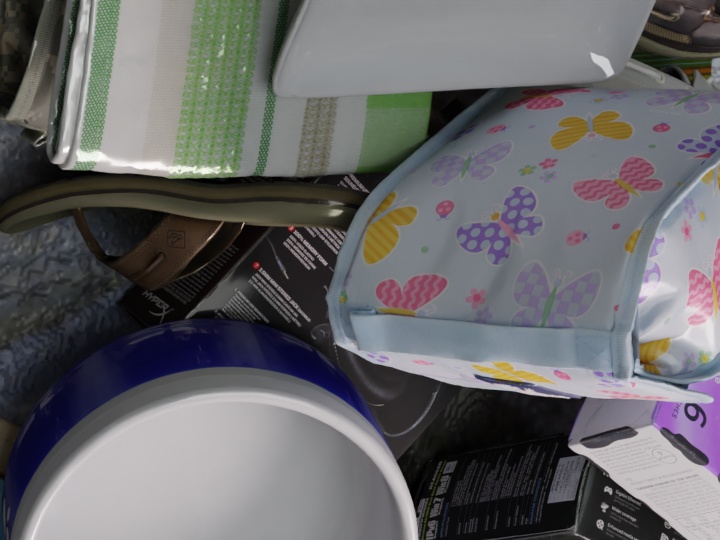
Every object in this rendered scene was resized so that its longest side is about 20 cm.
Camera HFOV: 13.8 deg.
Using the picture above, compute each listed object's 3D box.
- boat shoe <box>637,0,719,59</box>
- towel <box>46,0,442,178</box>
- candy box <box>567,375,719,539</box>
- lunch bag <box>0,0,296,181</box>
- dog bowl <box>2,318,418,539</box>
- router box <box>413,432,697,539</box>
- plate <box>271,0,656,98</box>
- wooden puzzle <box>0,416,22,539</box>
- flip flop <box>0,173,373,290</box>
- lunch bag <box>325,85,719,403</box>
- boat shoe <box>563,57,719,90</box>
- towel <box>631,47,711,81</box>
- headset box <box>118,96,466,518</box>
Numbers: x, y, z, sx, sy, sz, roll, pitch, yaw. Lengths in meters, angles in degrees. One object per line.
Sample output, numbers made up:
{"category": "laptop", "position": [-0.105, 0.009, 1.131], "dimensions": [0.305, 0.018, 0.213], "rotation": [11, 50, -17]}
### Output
{"category": "boat shoe", "position": [0.157, -0.157, 1.552], "dimensions": [0.199, 0.073, 0.075], "rotation": [3, 75, -24]}
{"category": "towel", "position": [-0.048, -0.117, 1.386], "dimensions": [0.199, 0.031, 0.150], "rotation": [0, 108, -33]}
{"category": "candy box", "position": [0.223, 0.071, 1.543], "dimensions": [0.200, 0.071, 0.168], "rotation": [38, 58, -23]}
{"category": "lunch bag", "position": [-0.088, -0.149, 1.433], "dimensions": [0.163, 0.117, 0.201], "rotation": [11, 95, -29]}
{"category": "dog bowl", "position": [-0.076, 0.127, 1.469], "dimensions": [0.199, 0.079, 0.201], "rotation": [-6, 118, -11]}
{"category": "router box", "position": [0.146, 0.158, 1.604], "dimensions": [0.199, 0.150, 0.062], "rotation": [29, 65, -29]}
{"category": "plate", "position": [0.066, -0.167, 1.365], "dimensions": [0.199, 0.032, 0.200], "rotation": [-5, 135, -29]}
{"category": "wooden puzzle", "position": [-0.171, 0.187, 1.532], "dimensions": [0.199, 0.037, 0.186], "rotation": [30, 91, -28]}
{"category": "flip flop", "position": [-0.084, -0.018, 1.447], "dimensions": [0.199, 0.081, 0.058], "rotation": [3, 93, 10]}
{"category": "lunch bag", "position": [0.099, -0.003, 1.406], "dimensions": [0.200, 0.169, 0.128], "rotation": [-39, 124, -50]}
{"category": "boat shoe", "position": [0.167, -0.076, 1.585], "dimensions": [0.199, 0.072, 0.069], "rotation": [11, 69, -39]}
{"category": "towel", "position": [0.155, -0.063, 1.627], "dimensions": [0.086, 0.018, 0.201], "rotation": [-7, 107, -22]}
{"category": "headset box", "position": [0.000, 0.000, 1.538], "dimensions": [0.200, 0.077, 0.149], "rotation": [-48, 119, -7]}
